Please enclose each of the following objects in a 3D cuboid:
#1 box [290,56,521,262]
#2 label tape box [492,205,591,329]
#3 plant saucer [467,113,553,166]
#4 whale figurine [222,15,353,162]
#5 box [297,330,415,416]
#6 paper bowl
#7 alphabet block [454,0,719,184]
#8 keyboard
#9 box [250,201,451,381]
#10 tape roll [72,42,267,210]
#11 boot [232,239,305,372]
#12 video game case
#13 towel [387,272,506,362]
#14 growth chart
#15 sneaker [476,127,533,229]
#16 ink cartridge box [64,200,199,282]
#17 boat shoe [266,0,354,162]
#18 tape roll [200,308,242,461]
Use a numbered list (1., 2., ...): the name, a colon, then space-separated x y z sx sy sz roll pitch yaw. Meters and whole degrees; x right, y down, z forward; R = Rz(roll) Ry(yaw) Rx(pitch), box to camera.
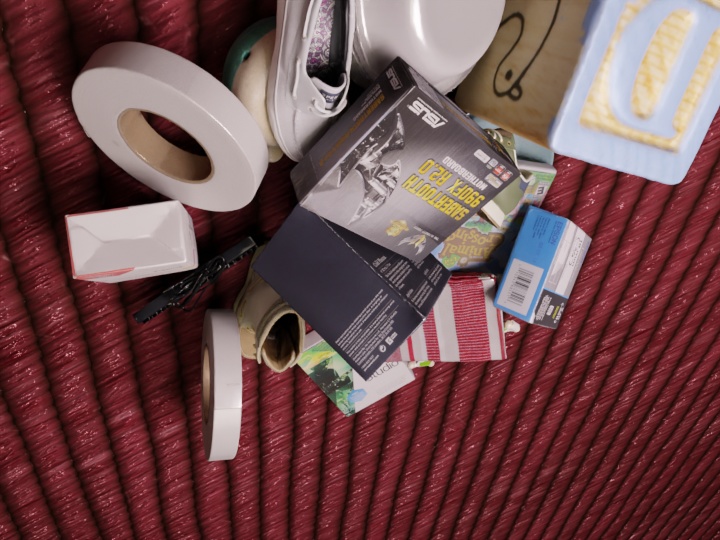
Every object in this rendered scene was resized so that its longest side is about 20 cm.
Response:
1. box: 0.050 -0.099 0.616 0.158 0.049 0.198 -41 140 24
2. label tape box: 0.277 0.004 0.876 0.198 0.063 0.147 14 97 -56
3. plant saucer: 0.165 -0.139 0.818 0.196 0.039 0.204 -11 131 -12
4. whale figurine: -0.068 -0.195 0.665 0.160 0.104 0.199 -51 150 13
5. box: -0.009 0.152 0.998 0.142 0.037 0.201 -30 130 6
6. paper bowl: 0.064 -0.269 0.583 0.198 0.104 0.205 -21 124 -34
7. alphabet block: 0.249 -0.227 0.642 0.192 0.200 0.199 10 111 -26
8. keyboard: -0.206 0.023 0.779 0.198 0.104 0.040 -34 90 9
9. box: 0.000 0.000 0.721 0.182 0.200 0.104 45 111 4
10. tape roll: -0.191 -0.137 0.611 0.198 0.038 0.204 18 153 9
11. boot: -0.127 0.083 0.817 0.071 0.156 0.203 6 126 -23
12. video game case: 0.150 -0.072 0.826 0.195 0.022 0.185 3 127 -22
13. towel: 0.111 0.075 0.888 0.195 0.023 0.147 -3 116 19
14. growth chart: 0.168 0.120 0.975 0.197 0.018 0.144 -27 164 25
15. sneaker: 0.139 -0.144 0.717 0.090 0.067 0.200 -46 124 2
16. ink cartridge box: -0.253 -0.028 0.699 0.114 0.200 0.069 -9 89 -12
17. boat shoe: -0.038 -0.180 0.552 0.071 0.069 0.203 -14 136 -32
18. tape roll: -0.194 0.154 0.822 0.036 0.205 0.206 1 128 -19
